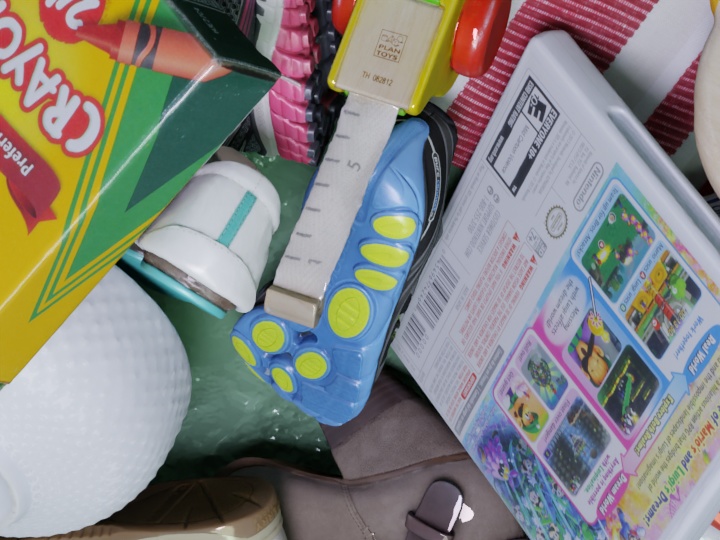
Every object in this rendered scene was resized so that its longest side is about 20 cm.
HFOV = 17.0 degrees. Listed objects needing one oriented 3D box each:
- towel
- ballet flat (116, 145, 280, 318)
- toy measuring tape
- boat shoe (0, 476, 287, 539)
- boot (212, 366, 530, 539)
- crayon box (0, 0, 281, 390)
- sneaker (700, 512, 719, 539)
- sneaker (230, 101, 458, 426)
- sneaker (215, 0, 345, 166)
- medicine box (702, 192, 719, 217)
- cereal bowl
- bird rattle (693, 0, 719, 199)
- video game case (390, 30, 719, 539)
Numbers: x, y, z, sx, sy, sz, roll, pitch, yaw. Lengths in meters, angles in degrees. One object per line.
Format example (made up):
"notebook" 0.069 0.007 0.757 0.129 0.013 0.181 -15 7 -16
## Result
"towel" 0.125 -0.075 1.042 0.199 0.023 0.144 22 128 -18
"ballet flat" -0.068 -0.020 1.003 0.069 0.200 0.070 -1 93 -14
"toy measuring tape" 0.012 -0.069 0.962 0.073 0.073 0.201 23 82 -21
"boat shoe" -0.121 0.138 1.142 0.199 0.071 0.065 -2 114 33
"boot" -0.008 0.147 1.141 0.200 0.147 0.070 -45 151 26
"crayon box" -0.139 -0.047 0.930 0.200 0.127 0.051 -48 156 17
"sneaker" 0.137 0.061 1.142 0.200 0.077 0.082 41 86 -24
"sneaker" 0.000 0.000 1.063 0.071 0.083 0.200 36 142 8
"sneaker" -0.051 -0.126 0.952 0.074 0.081 0.201 8 129 12
"medicine box" 0.256 0.038 1.018 0.199 0.183 0.103 -18 141 5
"cereal bowl" -0.178 0.056 1.057 0.199 0.084 0.201 13 145 9
"bird rattle" 0.214 -0.059 0.955 0.162 0.202 0.113 -4 174 16
"video game case" 0.095 0.031 1.021 0.024 0.182 0.201 -17 149 -34
